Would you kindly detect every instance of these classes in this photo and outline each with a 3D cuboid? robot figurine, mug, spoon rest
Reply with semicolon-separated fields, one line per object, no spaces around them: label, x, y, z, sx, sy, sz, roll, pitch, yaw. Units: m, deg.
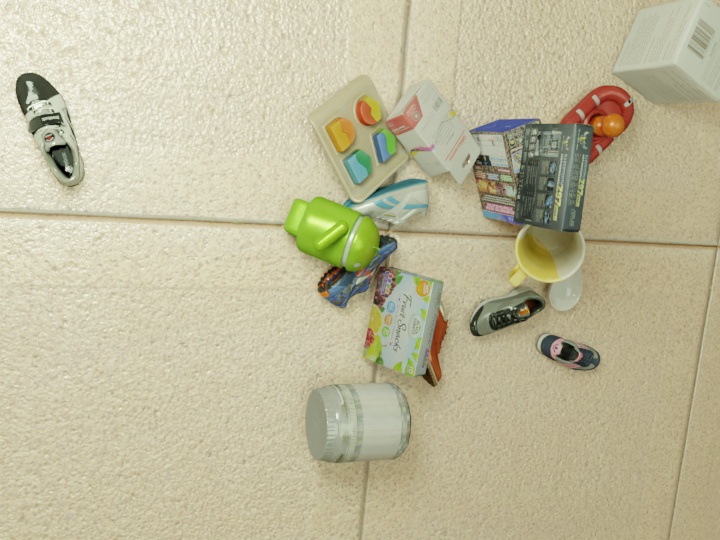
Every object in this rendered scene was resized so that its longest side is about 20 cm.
robot figurine;-0.050;-0.072;1.406;0.197;0.176;0.117;22;85;7
mug;0.410;-0.064;1.604;0.184;0.153;0.152;-15;103;19
spoon rest;0.492;-0.001;1.700;0.098;0.060;0.204;-9;103;-21

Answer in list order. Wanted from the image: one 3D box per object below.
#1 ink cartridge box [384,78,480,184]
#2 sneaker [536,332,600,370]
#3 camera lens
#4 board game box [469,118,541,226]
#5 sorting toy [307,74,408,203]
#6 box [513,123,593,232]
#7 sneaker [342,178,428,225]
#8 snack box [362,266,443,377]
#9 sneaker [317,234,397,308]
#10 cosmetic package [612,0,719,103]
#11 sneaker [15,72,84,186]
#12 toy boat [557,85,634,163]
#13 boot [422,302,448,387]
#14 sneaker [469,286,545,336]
ink cartridge box;0.155;-0.281;1.483;0.200;0.067;0.117;47;61;-22
sneaker;0.528;0.212;1.743;0.197;0.082;0.071;16;94;-25
camera lens;-0.002;0.320;1.500;0.196;0.160;0.163;2;100;-23
board game box;0.325;-0.216;1.533;0.095;0.159;0.203;-21;108;-17
sorting toy;0.004;-0.267;1.427;0.185;0.036;0.202;-44;113;-30
box;0.374;-0.184;1.387;0.050;0.157;0.204;1;99;-23
sneaker;0.056;-0.133;1.484;0.197;0.076;0.082;-15;111;-16
snack box;0.089;0.106;1.506;0.053;0.140;0.204;1;102;-55
sneaker;0.000;0.000;1.496;0.199;0.075;0.079;-39;124;-5
cosmetic package;0.727;-0.497;1.624;0.164;0.200;0.170;24;91;-24
sneaker;-0.526;-0.241;1.213;0.073;0.088;0.203;-26;108;-14
toy boat;0.552;-0.333;1.621;0.200;0.130;0.131;-43;113;-9
boot;0.162;0.158;1.588;0.106;0.075;0.203;-23;107;-22
sneaker;0.340;0.096;1.645;0.197;0.079;0.075;-24;110;-15
